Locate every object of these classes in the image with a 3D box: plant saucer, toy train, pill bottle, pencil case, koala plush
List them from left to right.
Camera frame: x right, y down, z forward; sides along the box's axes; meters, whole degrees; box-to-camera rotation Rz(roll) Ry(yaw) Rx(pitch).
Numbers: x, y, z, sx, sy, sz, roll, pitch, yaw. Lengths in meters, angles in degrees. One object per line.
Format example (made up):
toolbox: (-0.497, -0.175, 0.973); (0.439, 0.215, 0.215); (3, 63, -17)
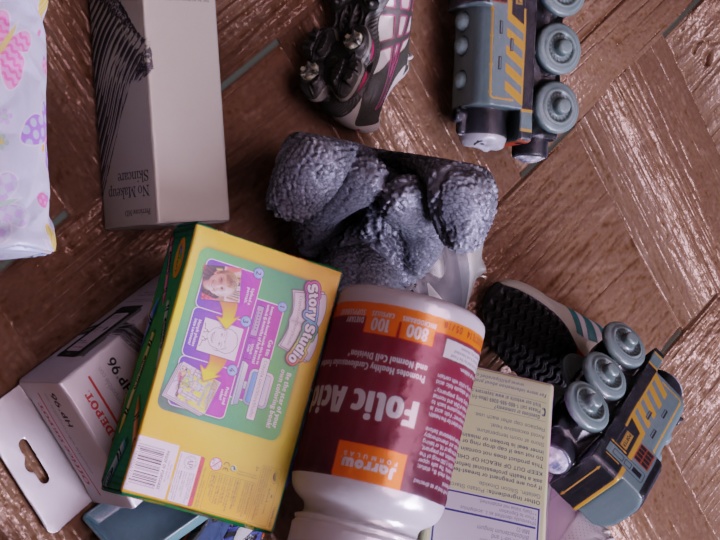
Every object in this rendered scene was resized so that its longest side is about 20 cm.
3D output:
pencil case: (-0.258, -0.104, 1.175); (0.091, 0.083, 0.200); (-3, 90, -37)
plant saucer: (-0.111, 0.153, 1.269); (0.200, 0.070, 0.019); (-34, 134, -19)
koala plush: (0.000, 0.000, 1.338); (0.177, 0.184, 0.200); (10, 93, -7)
pill bottle: (0.015, 0.120, 1.205); (0.114, 0.114, 0.200); (23, 74, -36)
toy train: (0.133, -0.199, 1.492); (0.114, 0.085, 0.200); (5, 87, -27)
toy train: (0.213, 0.128, 1.420); (0.114, 0.085, 0.200); (46, 38, -2)

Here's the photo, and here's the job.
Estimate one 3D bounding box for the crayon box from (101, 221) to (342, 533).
crayon box: (-0.099, 0.077, 1.203); (0.119, 0.058, 0.200); (19, 80, -22)

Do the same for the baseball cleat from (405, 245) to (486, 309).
baseball cleat: (0.048, 0.042, 1.439); (0.106, 0.070, 0.200); (17, 73, -23)

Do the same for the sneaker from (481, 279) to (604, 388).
sneaker: (0.191, 0.071, 1.550); (0.200, 0.070, 0.093); (36, 20, -11)

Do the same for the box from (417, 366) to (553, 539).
box: (0.077, 0.204, 1.325); (0.097, 0.176, 0.200); (14, 55, -8)

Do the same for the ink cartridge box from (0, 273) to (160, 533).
ink cartridge box: (-0.170, 0.097, 1.248); (0.200, 0.068, 0.116); (-40, 112, -32)

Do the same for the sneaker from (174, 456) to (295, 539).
sneaker: (-0.102, 0.187, 1.308); (0.200, 0.075, 0.078); (-45, 130, -27)

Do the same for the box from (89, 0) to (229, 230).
box: (-0.153, -0.132, 1.263); (0.068, 0.082, 0.200); (-4, 89, -39)

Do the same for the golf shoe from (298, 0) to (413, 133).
golf shoe: (0.011, -0.214, 1.416); (0.088, 0.077, 0.200); (45, 63, -51)

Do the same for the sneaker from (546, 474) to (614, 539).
sneaker: (0.183, 0.233, 1.404); (0.078, 0.099, 0.200); (86, 21, -43)
